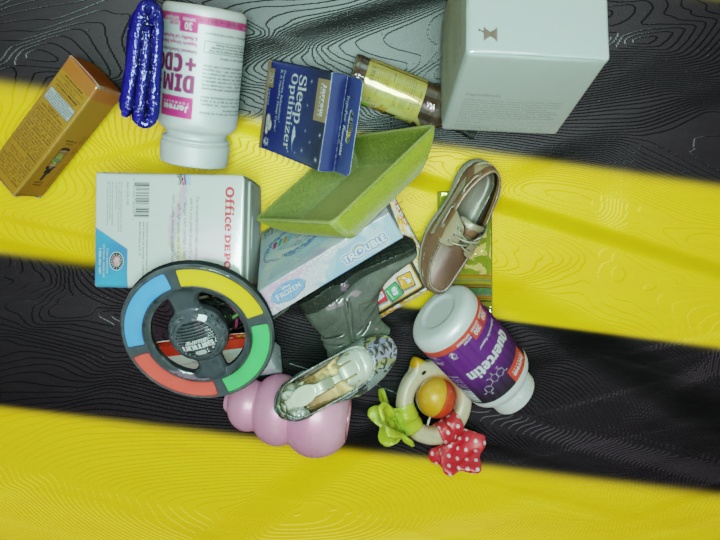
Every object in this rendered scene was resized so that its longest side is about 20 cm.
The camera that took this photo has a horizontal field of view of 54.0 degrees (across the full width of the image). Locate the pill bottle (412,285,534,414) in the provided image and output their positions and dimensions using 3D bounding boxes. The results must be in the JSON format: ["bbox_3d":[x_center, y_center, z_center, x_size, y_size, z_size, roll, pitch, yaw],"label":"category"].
[{"bbox_3d":[0.174,0.124,1.052,0.112,0.113,0.200,-41,114,10],"label":"pill bottle"}]

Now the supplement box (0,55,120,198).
[{"bbox_3d":[-0.425,-0.196,0.984,0.069,0.066,0.201,42,100,6],"label":"supplement box"}]

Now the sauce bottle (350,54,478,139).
[{"bbox_3d":[0.076,-0.237,0.986,0.195,0.065,0.066,21,105,-5],"label":"sauce bottle"}]

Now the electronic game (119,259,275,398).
[{"bbox_3d":[-0.205,0.079,0.893,0.194,0.042,0.205,-1,119,-2],"label":"electronic game"}]

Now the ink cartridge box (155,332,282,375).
[{"bbox_3d":[-0.204,0.128,1.017,0.155,0.200,0.049,-6,78,1],"label":"ink cartridge box"}]

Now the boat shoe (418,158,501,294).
[{"bbox_3d":[0.141,-0.061,1.002,0.074,0.072,0.205,18,97,-18],"label":"boat shoe"}]

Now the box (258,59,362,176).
[{"bbox_3d":[-0.071,-0.206,0.934,0.032,0.198,0.125,-3,110,-38],"label":"box"}]

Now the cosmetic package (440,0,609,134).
[{"bbox_3d":[0.192,-0.289,0.876,0.161,0.200,0.172,3,77,-1],"label":"cosmetic package"}]

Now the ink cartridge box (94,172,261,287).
[{"bbox_3d":[-0.243,-0.052,0.974,0.194,0.146,0.151,2,91,1],"label":"ink cartridge box"}]

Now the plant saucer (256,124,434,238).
[{"bbox_3d":[-0.013,-0.107,0.921,0.200,0.198,0.048,-45,117,-23],"label":"plant saucer"}]

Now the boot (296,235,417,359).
[{"bbox_3d":[0.014,0.045,1.025,0.197,0.068,0.132,-29,116,7],"label":"boot"}]

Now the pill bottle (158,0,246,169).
[{"bbox_3d":[-0.217,-0.248,0.953,0.110,0.114,0.206,7,105,-3],"label":"pill bottle"}]

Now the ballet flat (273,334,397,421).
[{"bbox_3d":[-0.036,0.154,0.990,0.197,0.072,0.073,-29,104,1],"label":"ballet flat"}]

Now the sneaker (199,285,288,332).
[{"bbox_3d":[-0.191,0.064,1.053,0.195,0.088,0.076,-14,106,3],"label":"sneaker"}]

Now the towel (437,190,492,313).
[{"bbox_3d":[0.159,-0.019,1.072,0.083,0.018,0.206,-3,105,-1],"label":"towel"}]

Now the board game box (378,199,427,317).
[{"bbox_3d":[0.000,0.000,1.059,0.197,0.046,0.154,-29,104,7],"label":"board game box"}]

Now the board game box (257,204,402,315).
[{"bbox_3d":[-0.048,-0.048,0.966,0.197,0.200,0.044,-30,114,8],"label":"board game box"}]

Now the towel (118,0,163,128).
[{"bbox_3d":[-0.283,-0.267,0.905,0.048,0.200,0.152,1,106,-19],"label":"towel"}]

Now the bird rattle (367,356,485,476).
[{"bbox_3d":[0.117,0.225,1.100,0.195,0.113,0.167,19,88,-9],"label":"bird rattle"}]

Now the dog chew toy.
[{"bbox_3d":[-0.114,0.215,1.085,0.194,0.125,0.128,7,106,6],"label":"dog chew toy"}]
